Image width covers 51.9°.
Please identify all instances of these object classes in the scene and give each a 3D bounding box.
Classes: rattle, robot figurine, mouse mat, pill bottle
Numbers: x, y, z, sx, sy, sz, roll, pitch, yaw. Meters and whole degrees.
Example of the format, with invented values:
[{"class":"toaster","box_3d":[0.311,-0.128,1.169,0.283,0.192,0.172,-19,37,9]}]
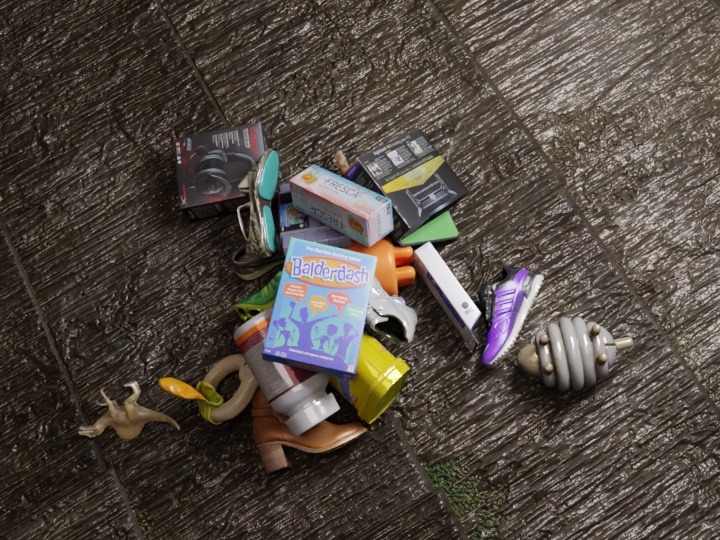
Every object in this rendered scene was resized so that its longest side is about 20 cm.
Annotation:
[{"class":"rattle","box_3d":[-0.231,0.160,1.295,0.199,0.131,0.143,-38,113,8]},{"class":"robot figurine","box_3d":[0.000,0.002,1.346,0.196,0.117,0.146,-5,113,3]},{"class":"mouse mat","box_3d":[0.094,-0.140,1.386,0.159,0.008,0.202,-9,67,-38]},{"class":"pill bottle","box_3d":[-0.121,0.167,1.239,0.109,0.110,0.202,-30,83,-5]}]

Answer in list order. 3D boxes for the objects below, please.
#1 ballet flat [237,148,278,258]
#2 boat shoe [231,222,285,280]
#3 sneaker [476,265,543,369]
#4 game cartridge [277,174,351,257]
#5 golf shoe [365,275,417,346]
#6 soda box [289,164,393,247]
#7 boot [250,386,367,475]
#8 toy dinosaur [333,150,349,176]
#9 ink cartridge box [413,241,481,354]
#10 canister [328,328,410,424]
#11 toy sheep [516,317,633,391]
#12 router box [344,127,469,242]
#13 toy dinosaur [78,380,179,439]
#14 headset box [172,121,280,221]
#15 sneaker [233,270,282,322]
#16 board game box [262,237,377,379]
[{"class":"ballet flat","box_3d":[-0.191,-0.122,1.352,0.074,0.068,0.204,-3,82,19]},{"class":"boat shoe","box_3d":[-0.154,-0.051,1.398,0.199,0.065,0.074,-35,73,-7]},{"class":"sneaker","box_3d":[0.247,0.078,1.334,0.099,0.070,0.202,27,70,12]},{"class":"game cartridge","box_3d":[-0.089,-0.105,1.372,0.127,0.039,0.201,-7,40,-3]},{"class":"golf shoe","box_3d":[0.014,0.056,1.256,0.198,0.097,0.079,32,109,-10]},{"class":"soda box","box_3d":[-0.036,-0.117,1.302,0.199,0.064,0.068,30,52,35]},{"class":"boot","box_3d":[-0.098,0.257,1.312,0.197,0.077,0.157,-20,70,6]},{"class":"toy dinosaur","box_3d":[0.021,-0.149,1.429,0.105,0.060,0.202,-32,82,7]},{"class":"ink cartridge box","box_3d":[0.164,0.050,1.329,0.039,0.100,0.201,-31,75,-6]},{"class":"canister","box_3d":[-0.021,0.152,1.291,0.200,0.149,0.086,42,57,16]},{"class":"toy sheep","box_3d":[0.368,0.142,1.271,0.197,0.138,0.140,-7,73,11]},{"class":"router box","box_3d":[0.088,-0.160,1.354,0.199,0.052,0.158,-31,82,-42]},{"class":"toy dinosaur","box_3d":[-0.415,0.255,1.347,0.197,0.058,0.103,-9,88,10]},{"class":"headset box","box_3d":[-0.253,-0.193,1.440,0.197,0.077,0.151,-10,74,3]},{"class":"sneaker","box_3d":[-0.149,0.052,1.343,0.198,0.074,0.084,-19,33,35]},{"class":"board game box","box_3d":[-0.063,0.060,1.195,0.150,0.045,0.203,12,68,-1]}]
